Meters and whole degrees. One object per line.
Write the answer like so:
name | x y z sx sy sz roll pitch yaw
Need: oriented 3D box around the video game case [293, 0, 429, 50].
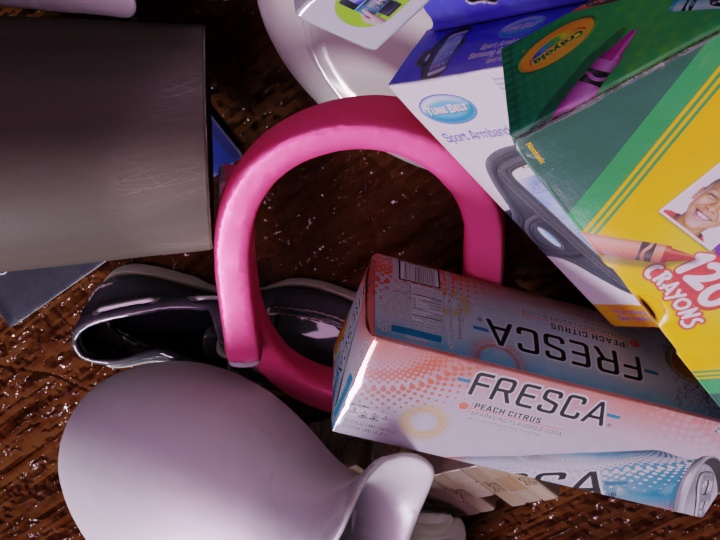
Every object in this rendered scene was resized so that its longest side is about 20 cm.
video game case | 0.032 -0.218 0.623 0.045 0.200 0.181 18 138 -36

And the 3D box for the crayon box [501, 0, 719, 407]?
crayon box | 0.154 -0.028 0.602 0.119 0.058 0.200 -27 127 22

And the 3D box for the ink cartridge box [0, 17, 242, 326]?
ink cartridge box | -0.167 -0.051 0.915 0.200 0.039 0.100 -33 100 36

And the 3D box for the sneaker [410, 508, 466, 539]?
sneaker | 0.017 0.205 0.920 0.077 0.085 0.200 5 148 5

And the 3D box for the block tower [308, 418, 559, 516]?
block tower | 0.014 0.112 0.901 0.200 0.054 0.058 -17 141 33

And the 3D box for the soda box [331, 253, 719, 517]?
soda box | 0.088 0.058 0.791 0.199 0.064 0.069 14 129 -10

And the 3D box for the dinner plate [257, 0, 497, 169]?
dinner plate | 0.039 -0.104 0.748 0.200 0.024 0.200 16 144 12

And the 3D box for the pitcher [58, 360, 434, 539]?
pitcher | -0.064 0.144 0.846 0.200 0.121 0.172 18 112 36

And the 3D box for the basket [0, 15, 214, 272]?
basket | -0.174 -0.064 0.796 0.199 0.180 0.136 -2 114 -5

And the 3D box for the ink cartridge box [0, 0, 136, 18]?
ink cartridge box | -0.153 -0.230 0.780 0.116 0.068 0.201 10 121 21

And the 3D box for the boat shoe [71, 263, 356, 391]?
boat shoe | -0.070 0.044 0.907 0.199 0.063 0.073 9 120 20

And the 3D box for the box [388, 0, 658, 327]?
box | 0.101 -0.047 0.703 0.200 0.042 0.119 42 158 -26

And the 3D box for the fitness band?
fitness band | 0.000 0.000 0.805 0.143 0.037 0.200 1 131 3
